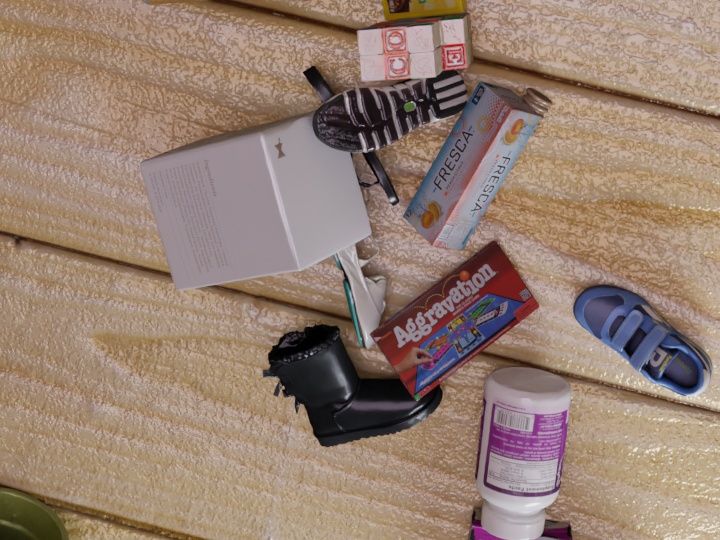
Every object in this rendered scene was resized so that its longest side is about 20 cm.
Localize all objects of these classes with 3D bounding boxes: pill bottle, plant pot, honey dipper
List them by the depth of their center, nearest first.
[{"bbox_3d":[0.173,-0.132,1.729,0.038,0.038,0.201,30,110,0],"label":"honey dipper"},{"bbox_3d":[0.204,0.234,1.770,0.111,0.112,0.203,7,105,7],"label":"pill bottle"},{"bbox_3d":[-0.513,0.434,1.902,0.198,0.200,0.192,20,119,3],"label":"plant pot"}]

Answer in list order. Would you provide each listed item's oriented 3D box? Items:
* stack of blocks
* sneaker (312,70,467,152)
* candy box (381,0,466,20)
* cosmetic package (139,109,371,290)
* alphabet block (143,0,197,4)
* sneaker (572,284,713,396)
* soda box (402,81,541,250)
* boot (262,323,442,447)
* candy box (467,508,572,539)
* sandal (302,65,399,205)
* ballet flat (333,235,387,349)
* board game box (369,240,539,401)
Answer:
[{"bbox_3d":[0.068,-0.262,1.624,0.114,0.200,0.059,-4,102,10],"label":"stack of blocks"},{"bbox_3d":[0.024,-0.189,1.683,0.198,0.115,0.077,-15,98,-18],"label":"sneaker"},{"bbox_3d":[0.061,-0.397,1.642,0.101,0.027,0.202,-4,122,15],"label":"candy box"},{"bbox_3d":[-0.126,-0.087,1.680,0.198,0.167,0.168,-9,101,35],"label":"cosmetic package"},{"bbox_3d":[-0.145,-0.421,1.624,0.197,0.195,0.199,-2,105,10],"label":"alphabet block"},{"bbox_3d":[0.355,0.088,1.728,0.199,0.082,0.074,32,107,2],"label":"sneaker"},{"bbox_3d":[0.135,-0.125,1.697,0.068,0.063,0.201,47,116,36],"label":"soda box"},{"bbox_3d":[-0.012,0.136,1.775,0.196,0.074,0.163,-18,122,18],"label":"boot"},{"bbox_3d":[0.200,0.428,1.843,0.134,0.061,0.203,9,104,4],"label":"candy box"},{"bbox_3d":[-0.019,-0.159,1.729,0.048,0.075,0.202,-34,88,3],"label":"sandal"},{"bbox_3d":[0.000,0.000,1.773,0.069,0.069,0.202,-17,98,12],"label":"ballet flat"},{"bbox_3d":[0.119,0.063,1.752,0.199,0.019,0.103,-37,96,-8],"label":"board game box"}]
